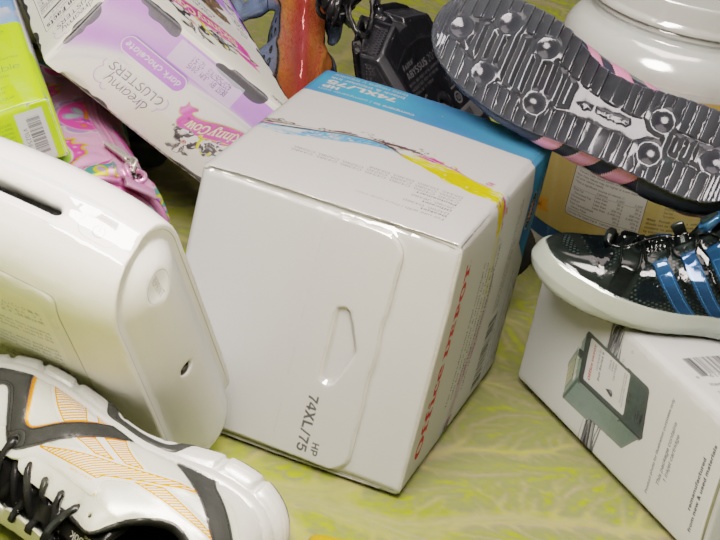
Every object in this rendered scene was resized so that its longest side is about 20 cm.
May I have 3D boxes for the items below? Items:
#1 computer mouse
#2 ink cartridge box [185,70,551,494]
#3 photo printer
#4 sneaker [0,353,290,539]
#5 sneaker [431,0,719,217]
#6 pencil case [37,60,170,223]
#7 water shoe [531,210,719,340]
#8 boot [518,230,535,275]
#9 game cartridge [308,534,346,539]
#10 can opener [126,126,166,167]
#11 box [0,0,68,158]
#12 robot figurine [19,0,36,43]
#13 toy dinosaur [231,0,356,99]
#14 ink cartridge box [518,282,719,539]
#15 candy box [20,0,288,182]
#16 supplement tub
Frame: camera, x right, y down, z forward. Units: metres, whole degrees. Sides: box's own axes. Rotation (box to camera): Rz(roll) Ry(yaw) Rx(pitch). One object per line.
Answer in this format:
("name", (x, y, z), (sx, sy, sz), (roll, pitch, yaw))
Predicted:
("computer mouse", (0.033, -0.126, 1.565), (0.053, 0.201, 0.138), (-20, 11, 37))
("ink cartridge box", (0.000, 0.000, 1.254), (0.145, 0.147, 0.200), (19, 23, 11))
("photo printer", (-0.155, 0.007, 1.102), (0.166, 0.200, 0.070), (21, 65, 19))
("sneaker", (-0.134, 0.099, 1.051), (0.199, 0.074, 0.080), (19, 26, 13))
("sneaker", (0.128, -0.086, 1.294), (0.200, 0.070, 0.082), (33, -7, 12))
("pencil case", (-0.167, -0.058, 1.370), (0.087, 0.088, 0.200), (5, 24, -19))
("water shoe", (0.195, -0.006, 1.245), (0.199, 0.079, 0.072), (14, 24, 3))
("boot", (0.009, -0.039, 1.462), (0.199, 0.073, 0.144), (19, 0, 38))
("game cartridge", (0.056, 0.190, 1.002), (0.175, 0.033, 0.200), (12, 24, -4))
("can opener", (-0.222, -0.104, 1.486), (0.199, 0.054, 0.067), (2, 27, -28))
("box", (-0.253, -0.116, 1.361), (0.121, 0.048, 0.200), (-19, 37, -5))
("robot figurine", (-0.191, -0.221, 1.657), (0.199, 0.114, 0.170), (3, -22, 13))
("toy dinosaur", (-0.028, -0.162, 1.559), (0.105, 0.182, 0.200), (2, 27, -26))
("ink cartridge box", (0.202, 0.070, 1.284), (0.145, 0.084, 0.200), (0, 27, -28))
("candy box", (-0.136, -0.154, 1.426), (0.168, 0.072, 0.200), (39, 14, -37))
("supplement tub", (0.191, -0.098, 1.511), (0.144, 0.201, 0.145), (11, 23, -5))
